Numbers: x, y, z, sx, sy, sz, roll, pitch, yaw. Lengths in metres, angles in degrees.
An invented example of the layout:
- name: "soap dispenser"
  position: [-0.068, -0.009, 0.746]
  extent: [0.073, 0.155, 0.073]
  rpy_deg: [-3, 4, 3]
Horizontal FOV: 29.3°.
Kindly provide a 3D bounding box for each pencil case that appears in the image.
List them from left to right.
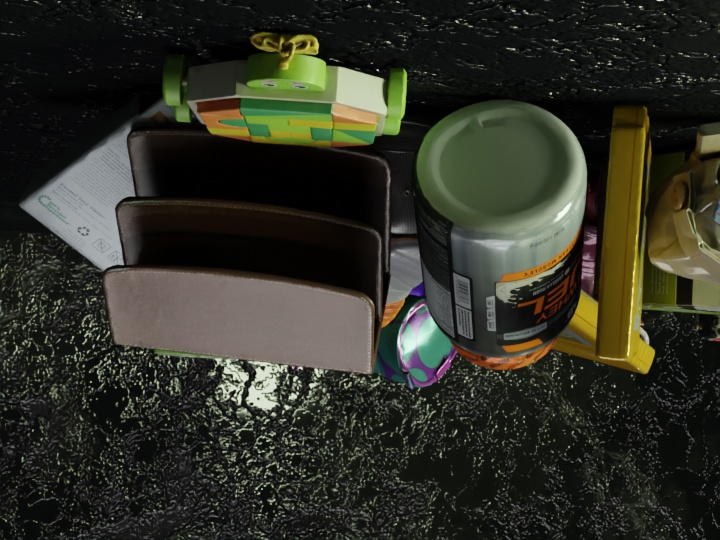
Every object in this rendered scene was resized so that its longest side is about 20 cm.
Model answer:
- name: "pencil case"
  position: [-0.003, 0.063, 1.339]
  extent: [0.199, 0.093, 0.085]
  rpy_deg: [7, -144, 43]

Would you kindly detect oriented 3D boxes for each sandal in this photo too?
- name: "sandal"
  position: [0.008, 0.001, 1.197]
  extent: [0.078, 0.060, 0.207]
  rpy_deg: [8, 154, -24]

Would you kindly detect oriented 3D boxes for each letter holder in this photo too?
- name: "letter holder"
  position: [-0.081, -0.018, 1.003]
  extent: [0.198, 0.101, 0.143]
  rpy_deg: [6, 134, 6]

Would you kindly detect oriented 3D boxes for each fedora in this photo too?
- name: "fedora"
  position: [0.019, -0.072, 1.099]
  extent: [0.198, 0.091, 0.176]
  rpy_deg: [5, 177, -30]

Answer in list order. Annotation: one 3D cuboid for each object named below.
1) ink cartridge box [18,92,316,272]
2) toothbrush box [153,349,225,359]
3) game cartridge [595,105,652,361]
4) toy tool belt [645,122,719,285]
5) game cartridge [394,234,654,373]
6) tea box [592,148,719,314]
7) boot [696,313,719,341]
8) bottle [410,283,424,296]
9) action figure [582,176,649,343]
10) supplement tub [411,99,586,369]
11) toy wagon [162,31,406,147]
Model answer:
- name: "ink cartridge box"
  position: [-0.134, -0.046, 1.086]
  extent: [0.199, 0.044, 0.196]
  rpy_deg: [-29, 123, 33]
- name: "toothbrush box"
  position: [-0.140, -0.016, 1.363]
  extent: [0.085, 0.203, 0.146]
  rpy_deg: [2, 177, 8]
- name: "game cartridge"
  position: [0.199, -0.021, 1.032]
  extent: [0.032, 0.179, 0.200]
  rpy_deg: [4, 178, 11]
- name: "toy tool belt"
  position: [0.309, -0.043, 0.974]
  extent: [0.198, 0.126, 0.123]
  rpy_deg: [12, 139, -10]
- name: "game cartridge"
  position: [0.146, 0.030, 1.244]
  extent: [0.175, 0.033, 0.200]
  rpy_deg: [14, 164, 47]
- name: "tea box"
  position: [0.337, -0.028, 1.188]
  extent: [0.198, 0.135, 0.196]
  rpy_deg: [5, 179, -24]
- name: "boot"
  position: [0.361, -0.003, 1.490]
  extent: [0.202, 0.156, 0.073]
  rpy_deg: [2, 177, 31]
- name: "bottle"
  position: [0.026, -0.012, 1.368]
  extent: [0.199, 0.084, 0.065]
  rpy_deg: [32, -171, -21]
- name: "action figure"
  position: [0.225, -0.018, 1.395]
  extent: [0.132, 0.150, 0.201]
  rpy_deg: [-8, 144, -2]
- name: "supplement tub"
  position: [0.103, -0.018, 1.008]
  extent: [0.121, 0.124, 0.201]
  rpy_deg: [3, 147, 10]
- name: "toy wagon"
  position: [-0.048, -0.112, 0.880]
  extent: [0.153, 0.040, 0.200]
  rpy_deg: [3, 178, -1]
